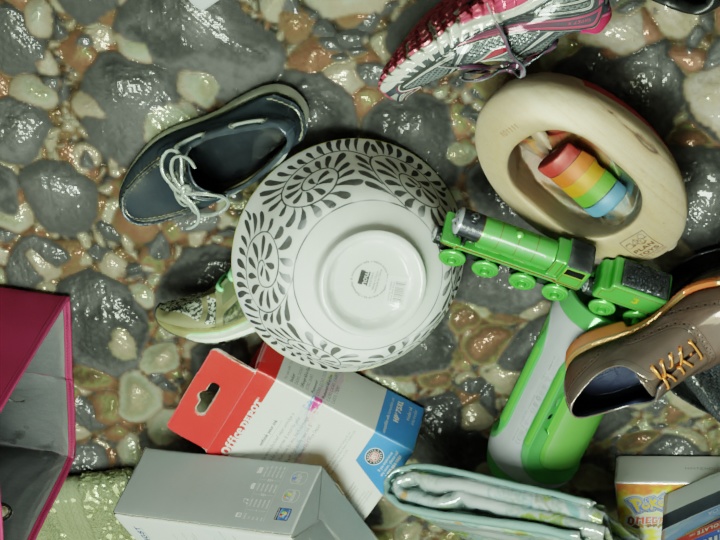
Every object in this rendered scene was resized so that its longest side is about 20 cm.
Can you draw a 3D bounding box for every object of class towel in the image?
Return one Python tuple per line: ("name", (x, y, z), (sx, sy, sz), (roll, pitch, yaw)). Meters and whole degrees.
("towel", (-0.256, 0.280, 1.852), (0.148, 0.036, 0.200), (-6, 120, 15))
("towel", (0.137, 0.219, 1.638), (0.200, 0.048, 0.171), (10, 165, 26))

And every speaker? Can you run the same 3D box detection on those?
("speaker", (0.175, 0.099, 1.609), (0.088, 0.088, 0.200), (21, 124, -1))

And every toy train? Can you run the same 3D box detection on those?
("toy train", (0.154, -0.005, 1.501), (0.200, 0.042, 0.056), (18, 150, -8))

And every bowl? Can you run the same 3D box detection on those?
("bowl", (0.000, 0.000, 1.530), (0.201, 0.094, 0.201), (-3, 105, -11))

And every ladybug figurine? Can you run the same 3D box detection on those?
("ladybug figurine", (0.179, -0.086, 1.492), (0.200, 0.072, 0.136), (42, 130, -20))

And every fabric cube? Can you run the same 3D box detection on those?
("fabric cube", (-0.382, 0.137, 1.693), (0.199, 0.196, 0.200), (8, 124, 7))

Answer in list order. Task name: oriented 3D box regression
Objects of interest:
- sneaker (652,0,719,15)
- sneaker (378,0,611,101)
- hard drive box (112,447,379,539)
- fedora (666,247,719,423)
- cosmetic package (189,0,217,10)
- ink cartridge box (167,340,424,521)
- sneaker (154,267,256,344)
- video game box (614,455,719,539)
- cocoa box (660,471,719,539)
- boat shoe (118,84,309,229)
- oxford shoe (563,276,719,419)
("sneaker", (0.191, -0.253, 1.370), (0.200, 0.100, 0.070), (32, 121, -9))
("sneaker", (0.098, -0.177, 1.445), (0.200, 0.081, 0.075), (-26, 112, 33))
("hard drive box", (-0.098, 0.241, 1.709), (0.200, 0.077, 0.156), (2, 142, 32))
("fedora", (0.328, 0.076, 1.553), (0.200, 0.092, 0.201), (6, 123, 9))
("cosmetic package", (-0.069, -0.294, 1.422), (0.200, 0.074, 0.102), (-30, 112, 28))
("ink cartridge box", (-0.059, 0.134, 1.694), (0.200, 0.067, 0.116), (29, 125, -6))
("sneaker", (-0.087, 0.002, 1.624), (0.200, 0.077, 0.089), (-12, 109, 12))
("video game box", (0.334, 0.250, 1.694), (0.200, 0.047, 0.182), (-2, 119, 14))
("cocoa box", (0.366, 0.236, 1.574), (0.200, 0.131, 0.133), (-27, 110, 25))
("boat shoe", (-0.128, -0.085, 1.574), (0.200, 0.062, 0.075), (-23, 116, 25))
("oxford shoe", (0.249, 0.066, 1.472), (0.200, 0.073, 0.071), (-28, 116, 29))
